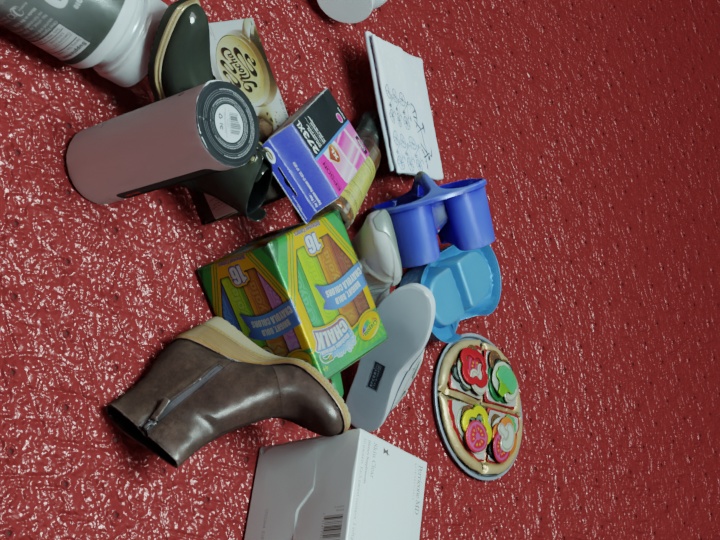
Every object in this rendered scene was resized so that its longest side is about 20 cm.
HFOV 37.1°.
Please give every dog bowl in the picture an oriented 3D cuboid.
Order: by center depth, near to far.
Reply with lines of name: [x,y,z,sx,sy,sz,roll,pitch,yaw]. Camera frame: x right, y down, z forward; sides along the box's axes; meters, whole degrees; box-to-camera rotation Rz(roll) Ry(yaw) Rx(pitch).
dog bowl: [0.119,0.026,1.440,0.200,0.049,0.113,-32,107,-49]

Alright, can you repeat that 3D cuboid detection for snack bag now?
snack bag: [0.066,-0.213,1.446,0.200,0.021,0.191,2,76,-66]

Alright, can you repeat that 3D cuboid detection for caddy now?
caddy: [0.089,-0.073,1.344,0.200,0.140,0.106,-143,-144,-82]

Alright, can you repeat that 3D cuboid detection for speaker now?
speaker: [-0.193,-0.119,1.023,0.081,0.199,0.082,14,71,-48]

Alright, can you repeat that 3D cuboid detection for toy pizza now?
toy pizza: [0.170,0.184,1.463,0.199,0.032,0.202,20,63,-44]

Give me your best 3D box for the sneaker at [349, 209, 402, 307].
sneaker: [0.000,0.000,1.221,0.079,0.201,0.071,-7,62,-11]

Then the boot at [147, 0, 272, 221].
boot: [-0.138,-0.159,1.071,0.077,0.137,0.201,-41,150,-43]

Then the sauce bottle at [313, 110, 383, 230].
sauce bottle: [-0.013,-0.127,1.337,0.066,0.066,0.201,50,39,-25]

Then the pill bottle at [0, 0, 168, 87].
pill bottle: [-0.287,-0.267,1.030,0.199,0.113,0.115,28,57,-40]

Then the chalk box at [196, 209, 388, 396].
chalk box: [-0.064,0.057,1.167,0.125,0.123,0.202,-31,101,-48]

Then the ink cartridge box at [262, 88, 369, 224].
ink cartridge box: [-0.048,-0.131,1.189,0.095,0.037,0.200,57,26,-14]

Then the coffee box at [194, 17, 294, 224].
coffee box: [-0.144,-0.166,1.184,0.113,0.079,0.202,-24,95,-52]

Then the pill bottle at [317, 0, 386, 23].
pill bottle: [0.004,-0.424,1.417,0.112,0.112,0.201,42,49,-32]

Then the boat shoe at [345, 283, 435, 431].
boat shoe: [0.038,0.095,1.253,0.073,0.201,0.065,34,29,14]

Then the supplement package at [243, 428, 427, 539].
supplement package: [-0.031,0.284,1.103,0.111,0.155,0.202,32,55,-39]

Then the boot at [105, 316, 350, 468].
boot: [-0.127,0.143,1.054,0.199,0.073,0.166,31,46,15]
